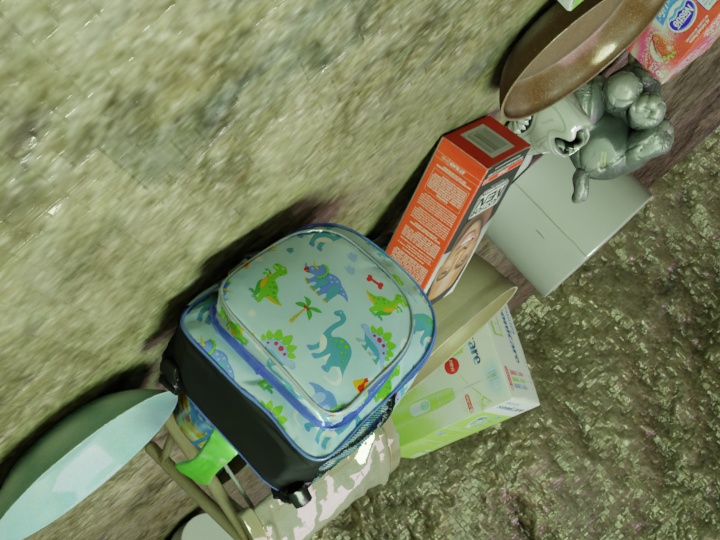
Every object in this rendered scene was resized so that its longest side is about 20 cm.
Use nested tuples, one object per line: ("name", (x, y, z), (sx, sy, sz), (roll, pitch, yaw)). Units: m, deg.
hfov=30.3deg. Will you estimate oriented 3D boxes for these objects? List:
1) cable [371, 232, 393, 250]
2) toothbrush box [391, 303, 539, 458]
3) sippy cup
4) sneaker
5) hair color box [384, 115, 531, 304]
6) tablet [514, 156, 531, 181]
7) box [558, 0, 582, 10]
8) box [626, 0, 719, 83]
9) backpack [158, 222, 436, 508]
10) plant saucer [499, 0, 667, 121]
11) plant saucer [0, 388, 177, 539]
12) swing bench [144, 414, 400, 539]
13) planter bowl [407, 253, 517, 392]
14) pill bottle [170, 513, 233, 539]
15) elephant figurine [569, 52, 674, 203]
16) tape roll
("cable", (0.000, 0.000, 1.376), (0.097, 0.050, 0.200), (-44, 171, 5))
("toothbrush box", (0.106, 0.136, 1.686), (0.200, 0.146, 0.086), (-26, 157, 26))
("sippy cup", (-0.109, 0.106, 1.219), (0.178, 0.140, 0.130), (-20, 169, -36))
("sneaker", (0.205, -0.152, 1.441), (0.075, 0.081, 0.200), (-43, 171, -2))
("hair color box", (0.089, -0.053, 1.362), (0.101, 0.061, 0.200), (-30, 153, -51))
("tablet", (0.171, -0.117, 1.644), (0.130, 0.014, 0.200), (-41, 169, -7))
("box", (0.237, -0.305, 1.051), (0.200, 0.036, 0.144), (-42, 170, -10))
("box", (0.328, -0.288, 1.278), (0.095, 0.100, 0.200), (-35, 167, -32))
("backpack", (-0.036, 0.055, 1.102), (0.200, 0.183, 0.147), (-41, 172, -38))
("plant saucer", (0.201, -0.217, 1.234), (0.200, 0.037, 0.200), (-34, 167, -9))
("plant saucer", (-0.247, 0.159, 1.145), (0.201, 0.039, 0.201), (-41, 169, -10))
("swing bench", (-0.086, 0.187, 1.408), (0.199, 0.200, 0.130), (-37, 169, -27))
("planter bowl", (0.063, 0.039, 1.542), (0.200, 0.135, 0.200), (-41, 169, -9))
("pill bottle", (-0.262, 0.470, 2.166), (0.114, 0.114, 0.200), (-36, 168, -31))
("elephant figurine", (0.317, -0.193, 1.599), (0.155, 0.142, 0.200), (-16, -164, 20))
("tape roll", (0.275, -0.080, 1.796), (0.203, 0.139, 0.203), (-43, 175, -5))
